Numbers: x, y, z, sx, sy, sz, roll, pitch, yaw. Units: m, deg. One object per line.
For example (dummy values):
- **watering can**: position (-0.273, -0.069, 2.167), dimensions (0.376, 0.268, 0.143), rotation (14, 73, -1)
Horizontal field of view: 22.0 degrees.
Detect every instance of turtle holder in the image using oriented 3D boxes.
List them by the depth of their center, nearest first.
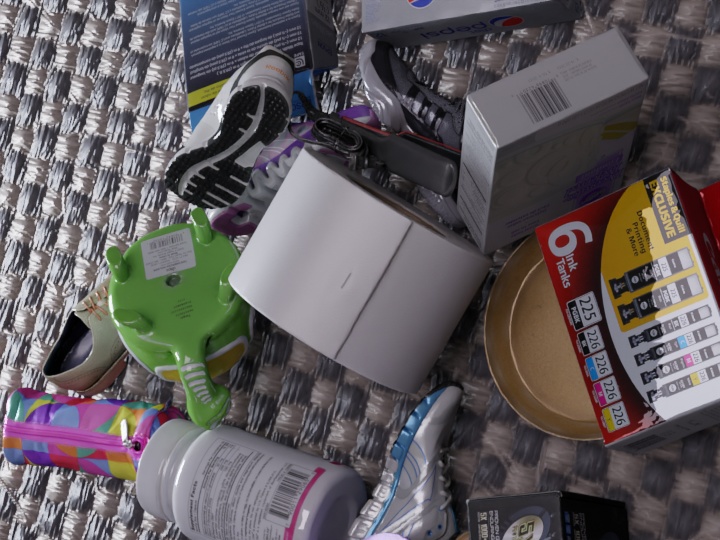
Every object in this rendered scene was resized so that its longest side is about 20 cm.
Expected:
- **turtle holder**: position (-0.154, 0.047, 1.756), dimensions (0.141, 0.132, 0.185), rotation (-39, 53, -17)

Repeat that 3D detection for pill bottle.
- **pill bottle**: position (-0.103, 0.210, 1.723), dimensions (0.198, 0.113, 0.114), rotation (16, 88, 30)

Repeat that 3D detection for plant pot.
- **plant pot**: position (0.204, 0.050, 1.639), dimensions (0.198, 0.027, 0.202), rotation (-5, 79, 27)

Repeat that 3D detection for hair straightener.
- **hair straightener**: position (0.007, -0.117, 1.666), dimensions (0.199, 0.077, 0.041), rotation (29, 116, 26)

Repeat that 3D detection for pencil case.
- **pencil case**: position (-0.263, 0.163, 1.833), dimensions (0.198, 0.088, 0.089), rotation (2, 82, 30)

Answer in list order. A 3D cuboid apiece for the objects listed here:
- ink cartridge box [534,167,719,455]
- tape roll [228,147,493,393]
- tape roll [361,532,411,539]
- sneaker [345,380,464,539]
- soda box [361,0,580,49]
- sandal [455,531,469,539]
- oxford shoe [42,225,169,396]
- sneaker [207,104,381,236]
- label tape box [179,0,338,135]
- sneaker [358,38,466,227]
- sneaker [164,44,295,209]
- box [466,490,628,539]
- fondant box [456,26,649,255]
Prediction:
- **ink cartridge box**: position (0.263, 0.027, 1.549), dimensions (0.174, 0.084, 0.202), rotation (-25, 69, 21)
- **tape roll**: position (0.000, 0.000, 1.658), dimensions (0.202, 0.202, 0.140), rotation (35, 98, 28)
- **tape roll**: position (0.017, 0.327, 1.564), dimensions (0.200, 0.065, 0.201), rotation (-40, 36, 36)
- **sneaker**: position (0.059, 0.198, 1.673), dimensions (0.086, 0.075, 0.202), rotation (26, 96, 16)
- **soda box**: position (0.102, -0.257, 1.726), dimensions (0.198, 0.068, 0.064), rotation (-6, 79, 27)
- **sandal**: position (0.054, 0.325, 1.658), dimensions (0.213, 0.077, 0.070), rotation (-61, 30, -2)
- **oxford shoe**: position (-0.243, 0.040, 1.851), dimensions (0.071, 0.074, 0.201), rotation (37, 98, 28)
- **sneaker**: position (-0.073, -0.116, 1.792), dimensions (0.199, 0.080, 0.089), rotation (-28, 61, 22)
- **label tape box**: position (-0.099, -0.218, 1.818), dimensions (0.142, 0.066, 0.202), rotation (-17, 68, 24)
- **sneaker**: position (0.083, -0.148, 1.716), dimensions (0.113, 0.075, 0.201), rotation (-33, 73, 18)
- **sneaker**: position (-0.116, -0.131, 1.733), dimensions (0.200, 0.073, 0.080), rotation (-42, 24, 42)
- **box**: position (0.163, 0.290, 1.538), dimensions (0.085, 0.163, 0.202), rotation (-8, 76, 26)
- **fondant box**: position (0.159, -0.106, 1.569), dimensions (0.143, 0.200, 0.059), rotation (-25, 68, -11)
